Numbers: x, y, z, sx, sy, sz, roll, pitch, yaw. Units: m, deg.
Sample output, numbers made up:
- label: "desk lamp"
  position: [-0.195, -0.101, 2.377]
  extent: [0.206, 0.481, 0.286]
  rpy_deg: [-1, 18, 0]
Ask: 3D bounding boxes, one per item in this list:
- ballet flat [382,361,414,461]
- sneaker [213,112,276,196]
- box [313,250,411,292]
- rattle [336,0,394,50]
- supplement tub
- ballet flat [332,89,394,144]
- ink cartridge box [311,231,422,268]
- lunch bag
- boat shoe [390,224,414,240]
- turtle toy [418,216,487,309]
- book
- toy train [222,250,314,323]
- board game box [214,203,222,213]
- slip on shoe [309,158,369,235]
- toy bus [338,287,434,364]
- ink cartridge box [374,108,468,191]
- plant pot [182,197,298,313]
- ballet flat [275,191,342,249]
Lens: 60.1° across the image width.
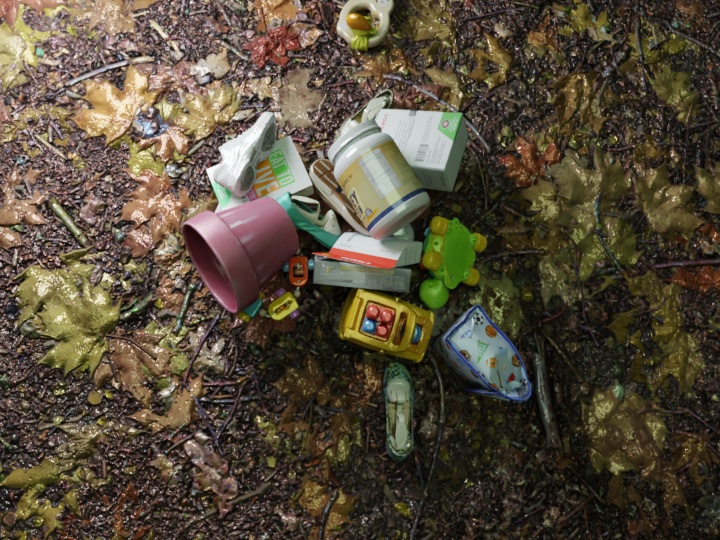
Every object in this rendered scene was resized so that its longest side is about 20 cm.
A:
- label: "ballet flat"
  position: [0.084, 0.291, 1.295]
  extent: [0.072, 0.074, 0.206]
  rpy_deg: [-3, 79, -5]
- label: "sneaker"
  position: [-0.247, -0.258, 1.302]
  extent: [0.097, 0.078, 0.203]
  rpy_deg: [20, 67, 16]
- label: "box"
  position: [0.000, 0.000, 1.297]
  extent: [0.194, 0.158, 0.050]
  rpy_deg: [6, 98, -3]
- label: "rattle"
  position: [0.028, -0.627, 1.439]
  extent: [0.129, 0.143, 0.201]
  rpy_deg: [38, 84, 22]
- label: "supplement tub"
  position: [0.034, -0.181, 1.246]
  extent: [0.143, 0.145, 0.203]
  rpy_deg: [-31, 83, -10]
- label: "ballet flat"
  position: [0.006, -0.339, 1.408]
  extent: [0.068, 0.075, 0.201]
  rpy_deg: [41, 79, 3]
- label: "ink cartridge box"
  position: [0.017, -0.045, 1.264]
  extent: [0.157, 0.199, 0.049]
  rpy_deg: [12, 99, 27]
- label: "lunch bag"
  position: [0.253, 0.190, 1.276]
  extent: [0.124, 0.170, 0.200]
  rpy_deg: [-43, 85, -8]
- label: "boat shoe"
  position: [0.040, -0.133, 1.365]
  extent: [0.202, 0.086, 0.075]
  rpy_deg: [43, 79, 5]
- label: "turtle toy"
  position: [0.181, -0.016, 1.344]
  extent: [0.143, 0.100, 0.205]
  rpy_deg: [20, 78, -25]
- label: "book"
  position: [-0.216, -0.192, 1.339]
  extent: [0.196, 0.048, 0.136]
  rpy_deg: [-24, 76, -8]
- label: "toy train"
  position: [-0.191, 0.039, 1.329]
  extent: [0.194, 0.056, 0.154]
  rpy_deg: [-7, 75, -4]
- label: "board game box"
  position: [-0.227, -0.150, 1.370]
  extent: [0.150, 0.040, 0.204]
  rpy_deg: [22, 78, 0]
- label: "slip on shoe"
  position: [-0.036, -0.149, 1.329]
  extent: [0.200, 0.061, 0.076]
  rpy_deg: [43, 62, 5]
- label: "toy bus"
  position: [0.060, 0.109, 1.259]
  extent: [0.195, 0.192, 0.139]
  rpy_deg: [18, 85, -2]
- label: "ink cartridge box"
  position: [0.119, -0.265, 1.352]
  extent: [0.195, 0.084, 0.149]
  rpy_deg: [11, 68, 26]
- label: "plant pot"
  position: [-0.227, -0.047, 1.235]
  extent: [0.177, 0.200, 0.202]
  rpy_deg: [-34, 83, -27]
- label: "ballet flat"
  position: [-0.093, -0.106, 1.318]
  extent: [0.197, 0.068, 0.071]
  rpy_deg: [28, 119, -27]
